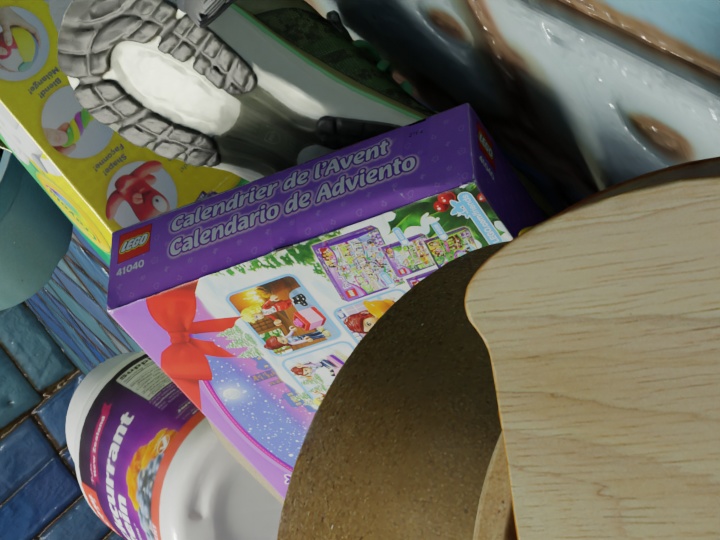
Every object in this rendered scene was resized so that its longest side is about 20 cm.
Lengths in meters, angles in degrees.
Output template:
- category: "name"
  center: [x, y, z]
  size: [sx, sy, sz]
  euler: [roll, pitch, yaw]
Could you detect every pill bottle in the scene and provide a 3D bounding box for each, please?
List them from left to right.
- category: "pill bottle"
  center: [-0.084, 0.100, 1.073]
  size: [0.111, 0.111, 0.200]
  euler: [53, 164, -23]

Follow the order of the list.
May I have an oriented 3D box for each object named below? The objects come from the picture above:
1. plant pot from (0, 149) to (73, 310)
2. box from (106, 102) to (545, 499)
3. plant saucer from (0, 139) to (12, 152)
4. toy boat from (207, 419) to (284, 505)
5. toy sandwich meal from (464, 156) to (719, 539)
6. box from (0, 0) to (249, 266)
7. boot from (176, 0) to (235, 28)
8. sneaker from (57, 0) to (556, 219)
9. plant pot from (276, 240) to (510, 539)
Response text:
- category: "plant pot"
  center: [-0.335, -0.064, 1.665]
  size: [0.200, 0.200, 0.196]
  euler: [43, 176, 25]
- category: "box"
  center: [0.019, 0.036, 0.735]
  size: [0.200, 0.137, 0.039]
  euler: [52, -154, -43]
- category: "plant saucer"
  center: [-0.141, -0.063, 0.984]
  size: [0.200, 0.031, 0.200]
  euler: [22, -179, 0]
- category: "toy boat"
  center: [0.011, 0.038, 0.911]
  size: [0.200, 0.130, 0.131]
  euler: [38, 134, 41]
- category: "toy sandwich meal"
  center: [0.099, 0.070, 0.481]
  size: [0.205, 0.205, 0.070]
  euler: [42, -164, 28]
- category: "box"
  center: [-0.100, -0.093, 0.824]
  size: [0.200, 0.117, 0.048]
  euler: [50, 162, -9]
- category: "boot"
  center: [-0.088, -0.180, 0.618]
  size: [0.200, 0.066, 0.165]
  euler: [45, 161, 2]
- category: "sneaker"
  center: [-0.005, -0.062, 0.740]
  size: [0.200, 0.089, 0.077]
  euler: [33, 132, -8]
- category: "plant pot"
  center: [0.109, 0.100, 0.603]
  size: [0.200, 0.186, 0.186]
  euler: [16, 148, 45]
